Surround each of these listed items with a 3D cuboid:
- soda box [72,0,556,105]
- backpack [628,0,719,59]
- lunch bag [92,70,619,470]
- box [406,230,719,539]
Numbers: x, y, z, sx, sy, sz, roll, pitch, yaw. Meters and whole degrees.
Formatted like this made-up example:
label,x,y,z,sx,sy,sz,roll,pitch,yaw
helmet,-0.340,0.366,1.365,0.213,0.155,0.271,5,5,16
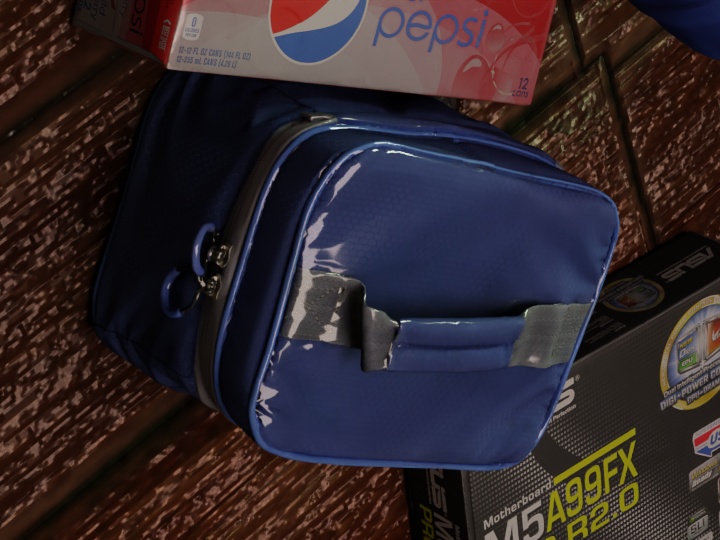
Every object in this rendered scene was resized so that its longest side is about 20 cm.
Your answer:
label,x,y,z,sx,sy,sz,roll,pitch,yaw
soda box,-0.011,-0.110,0.971,0.200,0.063,0.070,1,108,-44
backpack,0.165,-0.197,1.036,0.168,0.162,0.200,32,86,-18
lunch bag,0.000,0.000,0.985,0.200,0.132,0.136,5,106,-46
box,0.112,0.093,1.201,0.200,0.044,0.161,-28,127,-32
